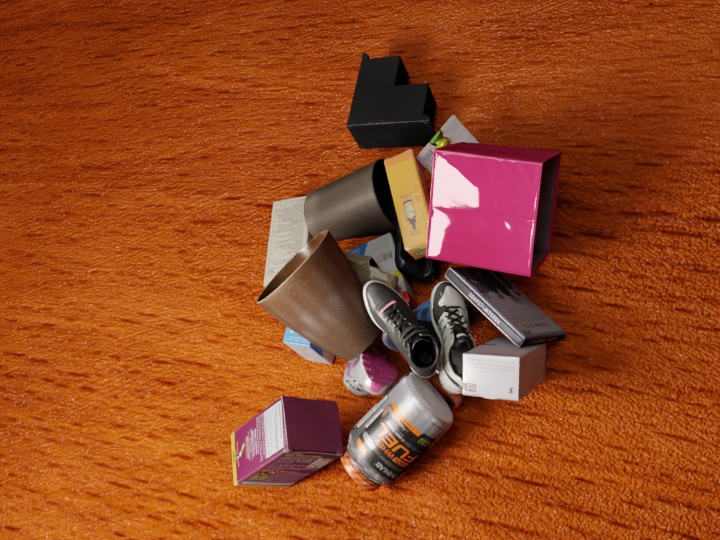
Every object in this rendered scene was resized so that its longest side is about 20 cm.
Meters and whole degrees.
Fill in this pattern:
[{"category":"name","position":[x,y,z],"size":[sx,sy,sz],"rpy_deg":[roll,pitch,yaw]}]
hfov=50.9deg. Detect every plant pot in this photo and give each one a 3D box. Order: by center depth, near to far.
[{"category":"plant pot","position":[-0.061,0.064,1.405],"size":[0.187,0.187,0.201],"rpy_deg":[-43,100,0]}]

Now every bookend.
[{"category":"bookend","position":[0.088,-0.387,1.700],"size":[0.193,0.092,0.205],"rpy_deg":[0,65,24]}]

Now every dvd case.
[{"category":"dvd case","position":[0.263,0.061,1.375],"size":[0.200,0.148,0.025],"rpy_deg":[47,121,34]}]

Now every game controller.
[{"category":"game controller","position":[0.117,-0.078,1.539],"size":[0.102,0.042,0.205],"rpy_deg":[12,64,-18]}]

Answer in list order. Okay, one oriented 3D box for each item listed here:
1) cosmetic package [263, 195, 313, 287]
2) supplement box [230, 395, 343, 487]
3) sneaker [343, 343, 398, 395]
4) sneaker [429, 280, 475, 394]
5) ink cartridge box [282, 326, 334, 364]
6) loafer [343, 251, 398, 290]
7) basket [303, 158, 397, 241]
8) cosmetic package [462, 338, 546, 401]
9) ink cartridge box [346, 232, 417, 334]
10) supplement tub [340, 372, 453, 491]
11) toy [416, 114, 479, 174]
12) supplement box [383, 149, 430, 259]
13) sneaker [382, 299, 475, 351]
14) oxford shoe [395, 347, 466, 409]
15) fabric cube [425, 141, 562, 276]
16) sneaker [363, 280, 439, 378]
[{"category":"cosmetic package","position":[-0.141,-0.048,1.650],"size":[0.101,0.087,0.205],"rpy_deg":[-5,63,22]},{"category":"supplement box","position":[-0.140,0.321,1.401],"size":[0.199,0.129,0.106],"rpy_deg":[-39,49,41]},{"category":"sneaker","position":[0.014,0.201,1.430],"size":[0.080,0.200,0.090],"rpy_deg":[26,97,-8]},{"category":"sneaker","position":[0.175,0.113,1.347],"size":[0.073,0.088,0.206],"rpy_deg":[-5,76,-13]},{"category":"ink cartridge box","position":[-0.080,0.073,1.546],"size":[0.066,0.115,0.205],"rpy_deg":[6,69,26]},{"category":"loafer","position":[0.000,0.000,1.491],"size":[0.198,0.076,0.068],"rpy_deg":[36,84,25]},{"category":"basket","position":[-0.012,-0.135,1.594],"size":[0.196,0.180,0.139],"rpy_deg":[-12,58,30]},{"category":"cosmetic package","position":[0.249,0.165,1.292],"size":[0.099,0.199,0.076],"rpy_deg":[2,92,25]},{"category":"ink cartridge box","position":[0.044,0.041,1.531],"size":[0.114,0.067,0.204],"rpy_deg":[-22,59,15]},{"category":"supplement tub","position":[0.062,0.292,1.358],"size":[0.201,0.122,0.123],"rpy_deg":[-47,55,14]},{"category":"toy","position":[0.212,-0.199,1.531],"size":[0.115,0.200,0.047],"rpy_deg":[-47,15,-4]},{"category":"supplement box","position":[0.103,-0.129,1.483],"size":[0.065,0.069,0.205],"rpy_deg":[-18,65,15]},{"category":"sneaker","position":[0.119,0.098,1.432],"size":[0.195,0.068,0.078],"rpy_deg":[-16,28,-23]},{"category":"oxford shoe","position":[0.134,0.173,1.435],"size":[0.072,0.072,0.199],"rpy_deg":[-38,61,-18]},{"category":"fabric cube","position":[0.245,-0.120,1.383],"size":[0.194,0.196,0.206],"rpy_deg":[9,107,22]},{"category":"sneaker","position":[0.077,0.096,1.317],"size":[0.070,0.099,0.202],"rpy_deg":[-34,85,-10]}]
